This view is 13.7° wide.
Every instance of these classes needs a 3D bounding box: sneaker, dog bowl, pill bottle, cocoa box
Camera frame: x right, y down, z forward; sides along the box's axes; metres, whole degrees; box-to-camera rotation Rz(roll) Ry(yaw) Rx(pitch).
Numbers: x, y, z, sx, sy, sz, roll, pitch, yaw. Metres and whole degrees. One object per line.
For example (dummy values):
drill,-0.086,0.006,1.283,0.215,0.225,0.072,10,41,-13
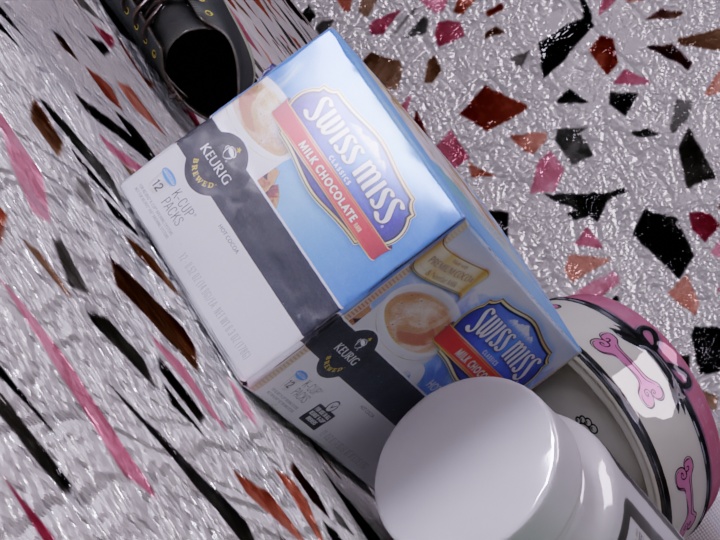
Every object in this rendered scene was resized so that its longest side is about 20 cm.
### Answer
sneaker,-0.127,-0.183,1.844,0.200,0.075,0.106,54,2,-9
dog bowl,0.148,0.103,1.914,0.200,0.074,0.200,37,-38,35
pill bottle,0.090,0.138,1.470,0.200,0.114,0.114,48,8,-50
cocoa box,0.000,0.000,1.462,0.133,0.131,0.200,56,5,28

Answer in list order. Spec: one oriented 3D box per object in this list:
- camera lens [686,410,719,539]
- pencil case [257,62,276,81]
camera lens,0.235,0.209,2.084,0.200,0.160,0.160,55,5,17
pencil case,-0.022,-0.082,2.100,0.084,0.085,0.200,49,7,-26
